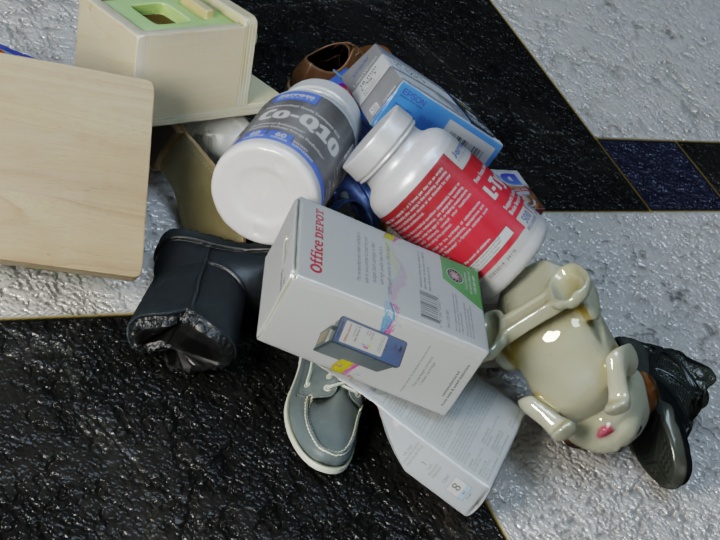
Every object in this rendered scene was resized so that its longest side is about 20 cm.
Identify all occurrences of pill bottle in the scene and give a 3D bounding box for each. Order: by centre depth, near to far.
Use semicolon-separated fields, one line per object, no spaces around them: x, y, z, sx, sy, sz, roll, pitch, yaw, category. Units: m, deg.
0.083;-0.070;1.518;0.200;0.112;0.112;41;36;-8;pill bottle
-0.069;-0.119;1.545;0.114;0.114;0.200;27;32;1;pill bottle

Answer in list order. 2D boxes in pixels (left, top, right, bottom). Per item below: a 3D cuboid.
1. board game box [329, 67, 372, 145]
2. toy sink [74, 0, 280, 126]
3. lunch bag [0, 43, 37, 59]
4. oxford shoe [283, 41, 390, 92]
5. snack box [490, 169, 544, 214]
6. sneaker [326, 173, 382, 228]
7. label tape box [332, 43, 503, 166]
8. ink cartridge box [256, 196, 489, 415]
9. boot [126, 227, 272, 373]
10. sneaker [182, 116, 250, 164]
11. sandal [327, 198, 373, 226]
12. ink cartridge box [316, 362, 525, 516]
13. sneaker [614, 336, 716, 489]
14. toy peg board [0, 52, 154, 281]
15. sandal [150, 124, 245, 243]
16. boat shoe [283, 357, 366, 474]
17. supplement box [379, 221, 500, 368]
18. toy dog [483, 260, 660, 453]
0.020;-0.142;1.767;0.200;0.045;0.134;40;38;6;board game box
-0.186;-0.236;1.604;0.200;0.112;0.130;-11;34;-35;toy sink
-0.324;-0.159;1.583;0.200;0.094;0.151;6;38;-42;lunch bag
-0.013;-0.258;1.890;0.071;0.071;0.200;37;36;17;oxford shoe
0.108;-0.085;1.666;0.199;0.024;0.072;0;41;-33;snack box
-0.064;-0.095;1.672;0.200;0.075;0.088;37;47;28;sneaker
0.061;-0.186;1.681;0.144;0.063;0.200;30;15;-25;label tape box
0.010;0.031;1.410;0.200;0.088;0.145;24;30;-15;ink cartridge box
-0.119;0.040;1.457;0.199;0.077;0.168;13;34;-6;boot
-0.197;-0.155;1.656;0.200;0.075;0.088;34;34;27;sneaker
0.000;0.000;1.573;0.079;0.087;0.200;-8;50;-39;sandal
0.054;0.128;1.446;0.200;0.047;0.160;35;29;3;ink cartridge box
0.339;0.150;1.597;0.114;0.076;0.200;6;35;-15;sneaker
-0.311;-0.090;1.430;0.199;0.098;0.200;8;72;-22;toy peg board
-0.161;-0.090;1.594;0.070;0.078;0.212;0;48;-55;sandal
-0.028;0.107;1.444;0.073;0.062;0.200;19;38;-13;boat shoe
0.115;0.012;1.634;0.126;0.074;0.200;-1;43;-33;supplement box
0.211;0.101;1.504;0.200;0.139;0.194;53;7;-16;toy dog
